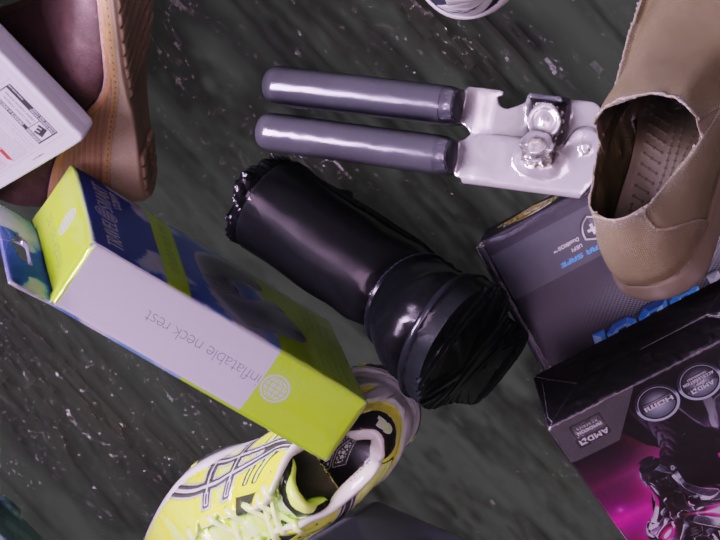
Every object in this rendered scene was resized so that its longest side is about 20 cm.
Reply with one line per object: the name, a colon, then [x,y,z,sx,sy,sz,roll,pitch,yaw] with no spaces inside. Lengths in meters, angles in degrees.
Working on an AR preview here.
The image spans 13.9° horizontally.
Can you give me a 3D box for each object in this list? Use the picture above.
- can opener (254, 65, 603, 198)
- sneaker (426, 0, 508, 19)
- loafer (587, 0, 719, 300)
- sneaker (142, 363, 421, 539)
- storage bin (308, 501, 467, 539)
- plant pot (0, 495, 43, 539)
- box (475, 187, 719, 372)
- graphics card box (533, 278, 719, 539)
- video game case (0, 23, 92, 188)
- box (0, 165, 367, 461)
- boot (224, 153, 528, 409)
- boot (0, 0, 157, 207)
can opener: [0.042,-0.074,1.609,0.200,0.066,0.053,8,88,15]
sneaker: [0.036,-0.226,1.544,0.079,0.130,0.200,-6,99,8]
loafer: [0.164,-0.084,1.541,0.076,0.067,0.200,-3,63,27]
sneaker: [-0.055,0.127,1.648,0.200,0.076,0.075,-43,94,14]
storage bin: [0.023,0.208,1.602,0.134,0.200,0.146,26,103,14]
plant pot: [-0.243,0.224,1.628,0.196,0.196,0.200,43,89,11]
box: [0.186,0.006,1.608,0.200,0.046,0.159,-27,96,12]
graphics card box: [0.193,0.106,1.580,0.125,0.051,0.200,-27,124,12]
video game case: [-0.256,-0.089,1.600,0.200,0.018,0.143,-27,115,41]
box: [-0.097,0.017,1.580,0.200,0.122,0.048,31,102,-21]
boot: [0.000,-0.001,1.550,0.162,0.198,0.073,37,92,13]
boot: [-0.197,-0.118,1.599,0.166,0.072,0.200,6,127,8]
